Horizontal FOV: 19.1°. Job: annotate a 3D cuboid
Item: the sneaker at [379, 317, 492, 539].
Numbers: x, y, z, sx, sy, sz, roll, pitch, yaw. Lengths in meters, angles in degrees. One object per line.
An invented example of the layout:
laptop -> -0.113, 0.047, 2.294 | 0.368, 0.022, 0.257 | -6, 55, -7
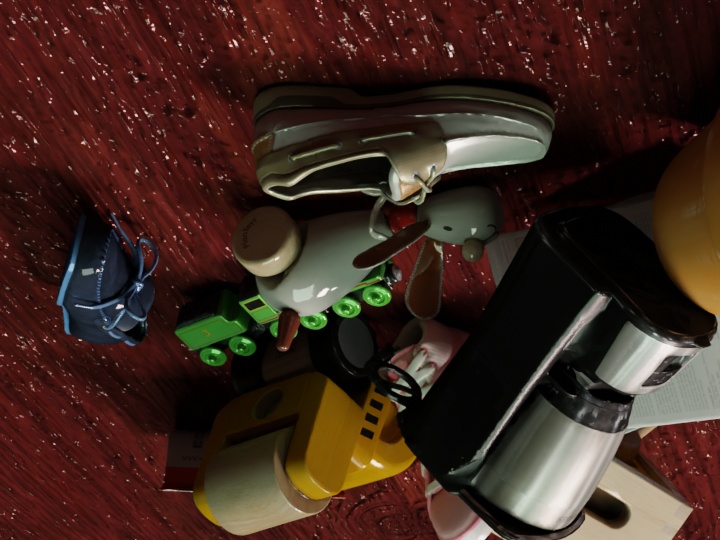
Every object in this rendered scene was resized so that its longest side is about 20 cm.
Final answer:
sneaker -> 0.058, 0.122, 1.688 | 0.104, 0.201, 0.075 | 32, 133, -28

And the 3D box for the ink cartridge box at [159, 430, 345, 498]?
ink cartridge box -> -0.091, 0.167, 1.876 | 0.162, 0.057, 0.200 | 2, 174, -1

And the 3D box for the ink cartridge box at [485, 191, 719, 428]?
ink cartridge box -> 0.192, 0.031, 1.542 | 0.047, 0.161, 0.199 | -22, -173, -42

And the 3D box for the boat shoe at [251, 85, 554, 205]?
boat shoe -> 0.028, -0.077, 1.403 | 0.199, 0.069, 0.075 | -1, 155, 3

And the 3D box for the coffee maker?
coffee maker -> 0.118, 0.056, 1.470 | 0.192, 0.135, 0.200 | 33, 116, 5

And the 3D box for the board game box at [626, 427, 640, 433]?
board game box -> 0.261, 0.064, 1.629 | 0.147, 0.065, 0.200 | -20, 175, -41

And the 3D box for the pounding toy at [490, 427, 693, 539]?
pounding toy -> 0.184, 0.157, 1.777 | 0.199, 0.143, 0.184 | 31, -171, -24

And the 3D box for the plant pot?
plant pot -> 0.281, -0.042, 1.355 | 0.199, 0.201, 0.183 | 10, 170, -20

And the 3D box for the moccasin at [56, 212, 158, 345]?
moccasin -> -0.183, 0.007, 1.594 | 0.068, 0.081, 0.200 | 16, 167, 0

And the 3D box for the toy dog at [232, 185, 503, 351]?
toy dog -> 0.000, 0.000, 1.526 | 0.199, 0.097, 0.132 | -24, 147, 37

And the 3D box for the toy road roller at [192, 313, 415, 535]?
toy road roller -> -0.031, 0.142, 1.727 | 0.123, 0.201, 0.146 | -21, 126, 37

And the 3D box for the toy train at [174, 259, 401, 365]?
toy train -> -0.059, 0.022, 1.651 | 0.199, 0.042, 0.056 | -21, 128, 30
